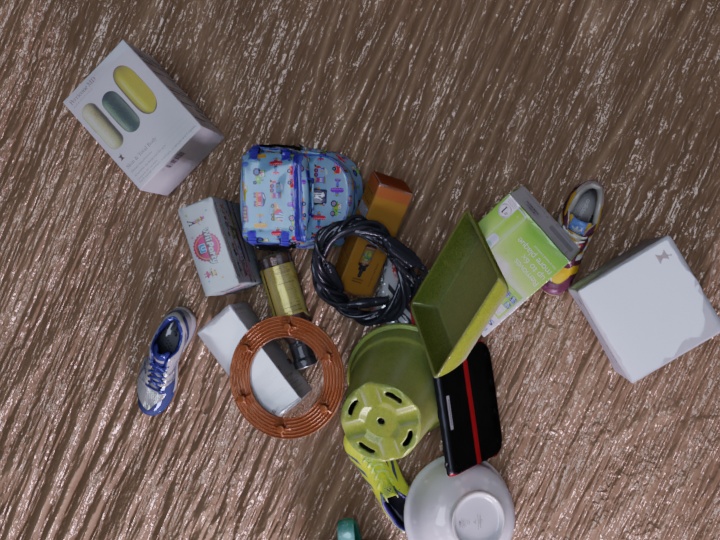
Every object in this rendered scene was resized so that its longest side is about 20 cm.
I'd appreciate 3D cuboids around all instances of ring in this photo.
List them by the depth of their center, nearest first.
[{"bbox_3d":[-0.123,0.175,1.650,0.197,0.019,0.204,0,91,15],"label":"ring"}]

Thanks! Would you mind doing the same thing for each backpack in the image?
[{"bbox_3d":[-0.097,-0.122,1.711,0.197,0.135,0.186,4,92,4],"label":"backpack"}]

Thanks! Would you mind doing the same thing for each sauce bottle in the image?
[{"bbox_3d":[-0.123,0.070,1.749,0.064,0.065,0.203,-16,90,7],"label":"sauce bottle"}]

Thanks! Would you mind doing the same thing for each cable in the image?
[{"bbox_3d":[0.000,0.000,1.659,0.199,0.051,0.163,34,114,-18],"label":"cable"}]

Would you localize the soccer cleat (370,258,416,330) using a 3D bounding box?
[{"bbox_3d":[0.054,0.038,1.726,0.084,0.069,0.203,-11,93,3],"label":"soccer cleat"}]

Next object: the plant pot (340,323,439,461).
[{"bbox_3d":[0.052,0.211,1.641,0.197,0.184,0.203,4,107,13],"label":"plant pot"}]

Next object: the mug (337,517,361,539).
[{"bbox_3d":[0.001,0.524,1.710,0.150,0.114,0.187,25,92,7],"label":"mug"}]

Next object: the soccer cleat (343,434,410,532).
[{"bbox_3d":[0.040,0.355,1.719,0.064,0.084,0.201,-36,86,6],"label":"soccer cleat"}]

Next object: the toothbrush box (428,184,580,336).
[{"bbox_3d":[0.234,-0.016,1.659,0.146,0.086,0.200,49,119,6],"label":"toothbrush box"}]

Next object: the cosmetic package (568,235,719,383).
[{"bbox_3d":[0.447,0.058,1.610,0.165,0.200,0.169,-31,86,6],"label":"cosmetic package"}]

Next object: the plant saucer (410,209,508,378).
[{"bbox_3d":[0.160,0.040,1.582,0.047,0.201,0.201,19,118,-21],"label":"plant saucer"}]

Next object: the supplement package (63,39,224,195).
[{"bbox_3d":[-0.367,-0.256,1.733,0.152,0.151,0.200,-43,85,6],"label":"supplement package"}]

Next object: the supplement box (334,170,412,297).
[{"bbox_3d":[0.017,-0.058,1.694,0.066,0.069,0.202,15,110,-21],"label":"supplement box"}]

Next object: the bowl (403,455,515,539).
[{"bbox_3d":[0.178,0.406,1.664,0.198,0.090,0.204,2,84,-18],"label":"bowl"}]

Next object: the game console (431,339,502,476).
[{"bbox_3d":[0.173,0.221,1.662,0.031,0.176,0.203,-9,89,37],"label":"game console"}]

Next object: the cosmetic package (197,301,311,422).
[{"bbox_3d":[-0.180,0.156,1.733,0.081,0.113,0.201,-37,88,7],"label":"cosmetic package"}]

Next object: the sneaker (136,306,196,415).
[{"bbox_3d":[-0.351,0.159,1.765,0.074,0.088,0.203,18,94,5],"label":"sneaker"}]

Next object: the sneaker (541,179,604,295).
[{"bbox_3d":[0.346,-0.056,1.676,0.074,0.090,0.203,19,92,6],"label":"sneaker"}]

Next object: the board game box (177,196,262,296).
[{"bbox_3d":[-0.228,-0.038,1.692,0.063,0.200,0.150,-18,88,5],"label":"board game box"}]
